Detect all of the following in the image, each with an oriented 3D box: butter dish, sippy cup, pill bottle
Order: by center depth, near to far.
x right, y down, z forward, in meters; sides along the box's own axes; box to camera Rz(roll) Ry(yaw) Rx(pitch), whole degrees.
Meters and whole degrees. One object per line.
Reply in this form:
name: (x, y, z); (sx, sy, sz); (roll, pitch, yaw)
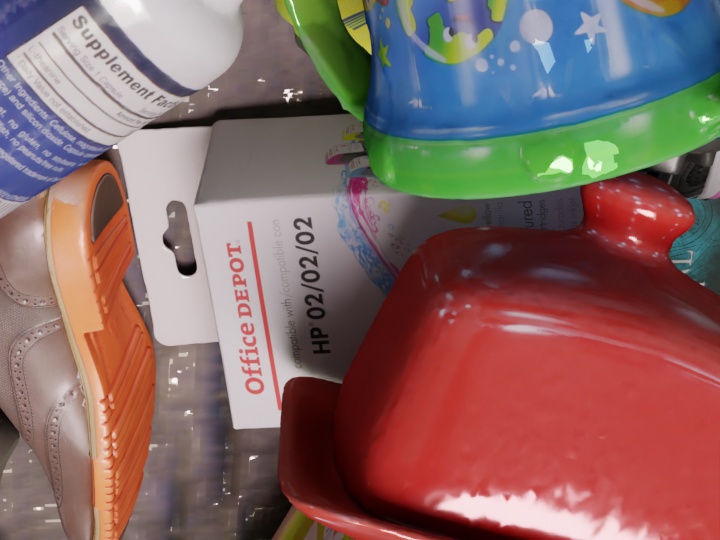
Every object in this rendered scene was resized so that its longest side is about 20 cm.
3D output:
sippy cup: (0.054, -0.107, 0.799); (0.177, 0.140, 0.131); (-12, 108, 6)
butter dish: (0.081, 0.036, 0.893); (0.199, 0.200, 0.149); (17, 100, -4)
pill bottle: (-0.114, -0.098, 0.910); (0.199, 0.111, 0.111); (-31, 125, 15)

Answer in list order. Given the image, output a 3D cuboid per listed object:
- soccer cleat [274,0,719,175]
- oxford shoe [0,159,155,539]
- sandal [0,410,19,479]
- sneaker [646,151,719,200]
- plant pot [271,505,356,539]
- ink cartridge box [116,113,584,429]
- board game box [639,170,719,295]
soccer cleat: (0.059, -0.098, 0.930); (0.199, 0.065, 0.084); (18, 108, 28)
oxford shoe: (-0.132, 0.038, 1.050); (0.072, 0.071, 0.201); (3, 122, 11)
sandal: (-0.178, 0.152, 1.111); (0.054, 0.082, 0.201); (21, 116, 0)
sneaker: (0.108, -0.123, 0.958); (0.086, 0.080, 0.201); (-4, 117, 3)
plant pot: (0.047, 0.170, 1.045); (0.181, 0.200, 0.200); (26, 115, -13)
ink cartridge box: (0.000, 0.000, 1.004); (0.198, 0.068, 0.116); (-3, 124, 8)
board game box: (0.090, 0.033, 1.095); (0.134, 0.028, 0.201); (-1, 127, -8)
